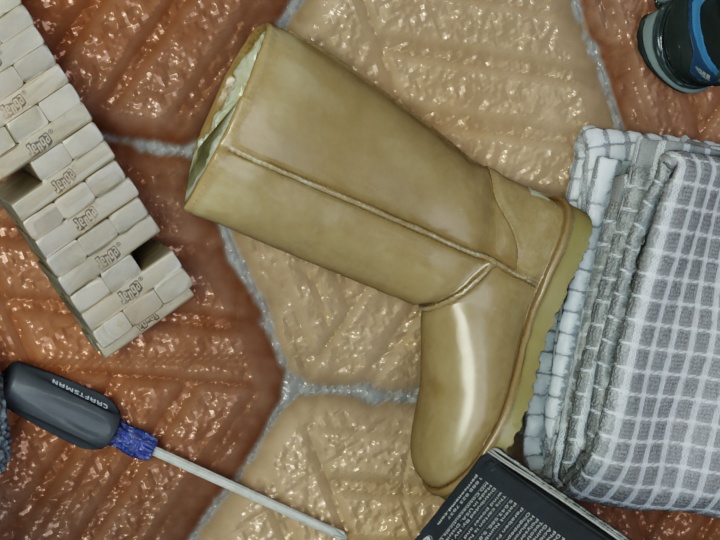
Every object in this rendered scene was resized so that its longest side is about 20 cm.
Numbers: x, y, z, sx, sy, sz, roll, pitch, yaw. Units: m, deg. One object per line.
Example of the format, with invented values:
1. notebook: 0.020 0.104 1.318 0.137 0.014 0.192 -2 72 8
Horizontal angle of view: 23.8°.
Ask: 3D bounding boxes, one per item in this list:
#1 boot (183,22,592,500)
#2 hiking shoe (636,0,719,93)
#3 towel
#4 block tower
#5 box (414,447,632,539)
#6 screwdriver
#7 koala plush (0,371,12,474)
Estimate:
1. boot: 0.000 0.000 0.846 0.199 0.066 0.176 26 80 -22
2. hiking shoe: 0.227 -0.177 0.887 0.074 0.087 0.201 30 88 -23
3. towel: 0.186 0.031 0.908 0.165 0.086 0.201 9 95 -23
4. block tower: -0.149 -0.057 0.781 0.058 0.054 0.201 -36 110 -13
5. box: 0.129 0.207 0.784 0.200 0.196 0.124 40 84 -22
6. screwdriver: -0.088 0.095 0.840 0.199 0.029 0.028 28 89 -18
7. koala plush: -0.219 0.096 0.701 0.184 0.200 0.178 -39 110 -11
